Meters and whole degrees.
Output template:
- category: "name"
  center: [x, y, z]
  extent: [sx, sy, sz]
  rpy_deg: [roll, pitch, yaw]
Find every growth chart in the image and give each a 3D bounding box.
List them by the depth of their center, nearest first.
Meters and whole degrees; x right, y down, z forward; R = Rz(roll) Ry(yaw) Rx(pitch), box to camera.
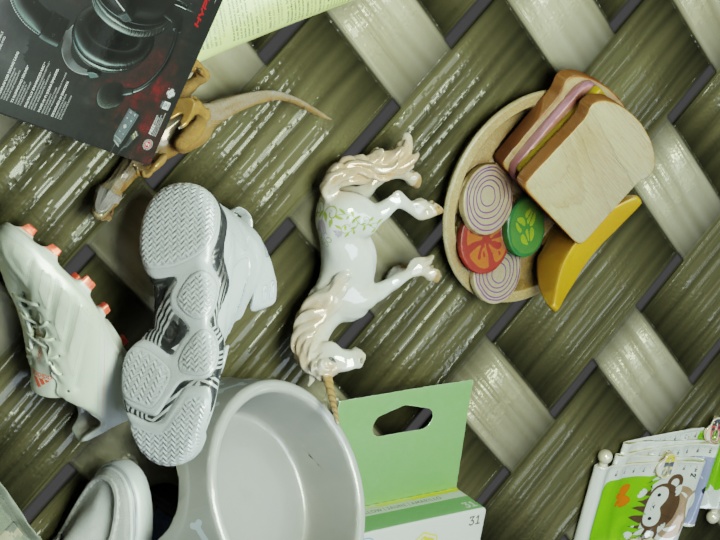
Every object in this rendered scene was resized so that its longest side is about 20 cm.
- category: "growth chart"
  center: [0.279, 0.210, 2.056]
  extent: [0.200, 0.018, 0.145]
  rpy_deg: [-12, 118, -34]

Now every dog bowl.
- category: "dog bowl"
  center: [-0.072, 0.174, 1.649]
  extent: [0.200, 0.059, 0.201]
  rpy_deg: [22, 61, -45]

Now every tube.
- category: "tube"
  center: [-0.060, -0.204, 1.560]
  extent: [0.200, 0.052, 0.058]
  rpy_deg: [-22, 80, -20]

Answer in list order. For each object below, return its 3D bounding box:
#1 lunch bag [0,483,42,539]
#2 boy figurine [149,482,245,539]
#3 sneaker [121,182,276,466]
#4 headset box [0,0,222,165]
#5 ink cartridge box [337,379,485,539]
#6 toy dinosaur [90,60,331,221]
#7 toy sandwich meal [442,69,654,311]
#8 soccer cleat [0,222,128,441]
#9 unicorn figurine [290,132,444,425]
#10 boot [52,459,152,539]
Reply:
- category: "lunch bag"
  center: [-0.336, 0.146, 1.455]
  extent: [0.164, 0.117, 0.200]
  rpy_deg: [-38, 124, -18]
- category: "boy figurine"
  center: [-0.147, 0.264, 1.702]
  extent: [0.124, 0.064, 0.201]
  rpy_deg: [-2, 108, -42]
- category: "sneaker"
  center: [-0.111, 0.041, 1.575]
  extent: [0.115, 0.075, 0.201]
  rpy_deg: [11, 82, -65]
- category: "headset box"
  center: [-0.203, -0.173, 1.428]
  extent: [0.200, 0.077, 0.149]
  rpy_deg: [19, 99, -41]
- category: "ink cartridge box"
  center: [0.036, 0.197, 1.783]
  extent: [0.145, 0.048, 0.201]
  rpy_deg: [-7, 117, -37]
- category: "toy dinosaur"
  center: [-0.118, -0.109, 1.559]
  extent: [0.200, 0.060, 0.106]
  rpy_deg: [-30, 157, -16]
- category: "toy sandwich meal"
  center: [0.156, -0.059, 1.787]
  extent: [0.205, 0.070, 0.206]
  rpy_deg: [-18, 121, -32]
- category: "soccer cleat"
  center: [-0.212, 0.047, 1.542]
  extent: [0.078, 0.069, 0.200]
  rpy_deg: [-42, 134, -12]
- category: "unicorn figurine"
  center: [0.000, 0.000, 1.698]
  extent: [0.137, 0.074, 0.201]
  rpy_deg: [-18, 105, -32]
- category: "boot"
  center: [-0.224, 0.235, 1.615]
  extent: [0.095, 0.073, 0.201]
  rpy_deg: [2, 110, -47]
